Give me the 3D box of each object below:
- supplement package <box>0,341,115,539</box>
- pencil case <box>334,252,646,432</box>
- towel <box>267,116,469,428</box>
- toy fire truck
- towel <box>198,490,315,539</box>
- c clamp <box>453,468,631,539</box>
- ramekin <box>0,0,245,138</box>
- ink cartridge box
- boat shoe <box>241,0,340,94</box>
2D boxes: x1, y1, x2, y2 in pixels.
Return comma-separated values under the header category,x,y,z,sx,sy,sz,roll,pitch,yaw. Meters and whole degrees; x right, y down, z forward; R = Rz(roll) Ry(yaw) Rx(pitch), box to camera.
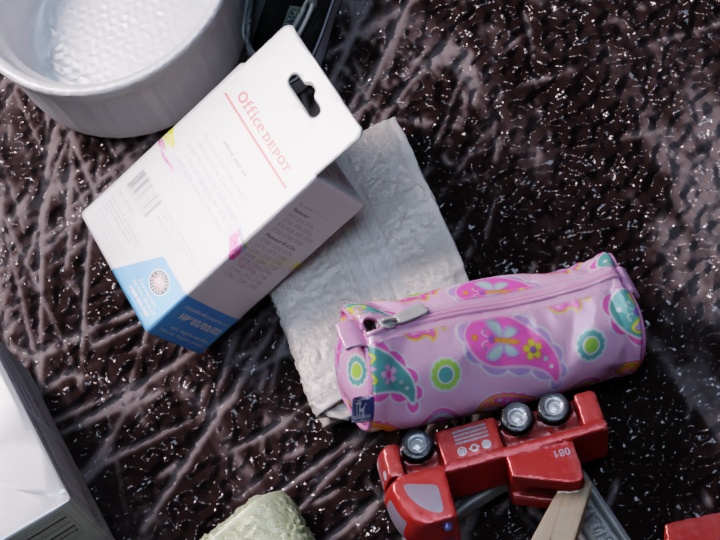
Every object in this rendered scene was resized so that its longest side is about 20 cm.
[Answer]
category,x,y,z,sx,sy,sz,roll,pitch,yaw
supplement package,-0.291,0.156,1.433,0.200,0.111,0.156,-30,64,-2
pencil case,0.080,0.045,1.387,0.199,0.088,0.088,-10,63,-13
towel,0.000,0.000,1.481,0.132,0.035,0.200,-23,63,1
toy fire truck,0.121,0.152,1.355,0.199,0.049,0.141,-15,61,-2
towel,-0.093,0.247,1.390,0.200,0.037,0.148,-37,65,-5
c clamp,0.102,0.213,1.366,0.170,0.027,0.200,-27,63,-1
ramekin,-0.176,-0.193,1.571,0.200,0.098,0.201,-5,65,11
ink cartridge box,-0.079,-0.054,1.467,0.200,0.068,0.115,-41,58,14
boat shoe,-0.046,-0.227,1.573,0.073,0.068,0.200,12,70,17
